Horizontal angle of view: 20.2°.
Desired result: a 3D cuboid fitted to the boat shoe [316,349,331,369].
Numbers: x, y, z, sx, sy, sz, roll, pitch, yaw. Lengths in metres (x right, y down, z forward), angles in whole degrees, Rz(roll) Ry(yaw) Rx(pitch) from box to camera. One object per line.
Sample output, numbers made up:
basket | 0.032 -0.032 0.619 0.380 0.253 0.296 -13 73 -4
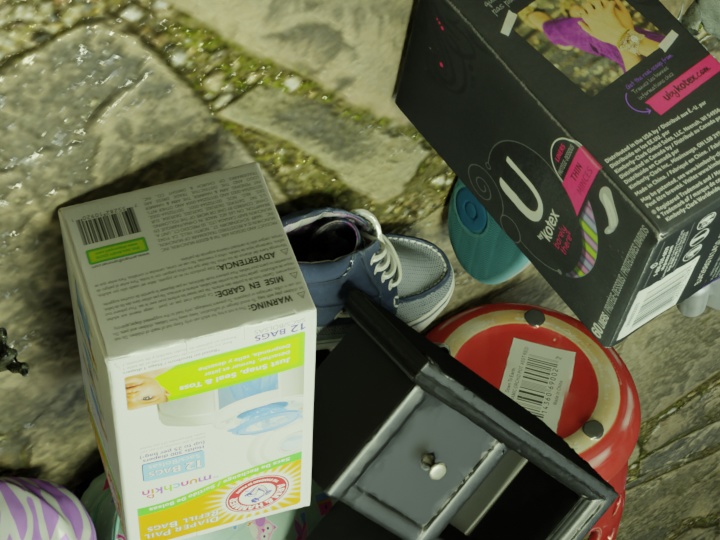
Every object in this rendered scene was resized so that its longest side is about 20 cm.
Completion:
boat shoe | -0.074 0.076 1.270 0.201 0.063 0.074 9 101 -44

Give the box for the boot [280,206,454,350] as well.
boot | 0.000 0.000 1.237 0.200 0.073 0.090 -17 155 -43

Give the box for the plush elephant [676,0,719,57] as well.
plush elephant | 0.290 -0.160 1.228 0.200 0.155 0.165 -53 159 -11

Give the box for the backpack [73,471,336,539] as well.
backpack | -0.090 0.174 1.313 0.200 0.167 0.127 3 162 -41

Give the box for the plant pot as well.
plant pot | 0.107 0.136 1.529 0.200 0.200 0.183 -29 148 -25

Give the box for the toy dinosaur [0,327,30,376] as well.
toy dinosaur | -0.224 0.052 1.020 0.088 0.048 0.200 -32 163 23

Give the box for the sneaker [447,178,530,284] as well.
sneaker | 0.142 -0.075 1.316 0.130 0.080 0.200 -21 153 -37

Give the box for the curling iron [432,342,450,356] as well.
curling iron | 0.016 0.065 1.334 0.026 0.050 0.200 -36 -176 -26

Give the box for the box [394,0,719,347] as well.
box | 0.123 -0.080 1.107 0.106 0.200 0.122 -29 156 -24

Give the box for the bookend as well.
bookend | 0.017 0.148 1.215 0.199 0.092 0.200 -50 130 4

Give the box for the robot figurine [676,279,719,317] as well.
robot figurine | 0.303 -0.038 1.601 0.170 0.113 0.200 -56 162 -14

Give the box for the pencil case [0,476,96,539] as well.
pencil case | -0.235 0.162 1.161 0.200 0.085 0.084 1 116 -62

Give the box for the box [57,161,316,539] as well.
box | -0.091 0.051 1.090 0.112 0.101 0.200 -14 145 -13
